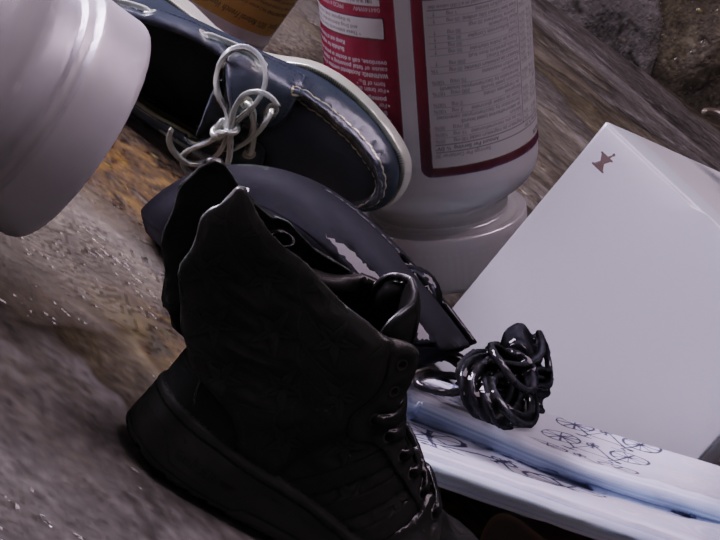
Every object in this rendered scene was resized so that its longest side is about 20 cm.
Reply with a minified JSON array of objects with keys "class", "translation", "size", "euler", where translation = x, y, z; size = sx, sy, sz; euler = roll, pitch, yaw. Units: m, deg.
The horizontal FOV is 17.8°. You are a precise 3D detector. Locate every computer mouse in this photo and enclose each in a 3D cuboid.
[{"class":"computer mouse","translation":[0.000,0.000,1.013],"size":[0.200,0.053,0.138],"euler":[26,9,7]}]

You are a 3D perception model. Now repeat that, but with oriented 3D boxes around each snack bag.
[{"class":"snack bag","translation":[0.091,0.084,0.973],"size":[0.188,0.021,0.200],"euler":[18,6,16]}]

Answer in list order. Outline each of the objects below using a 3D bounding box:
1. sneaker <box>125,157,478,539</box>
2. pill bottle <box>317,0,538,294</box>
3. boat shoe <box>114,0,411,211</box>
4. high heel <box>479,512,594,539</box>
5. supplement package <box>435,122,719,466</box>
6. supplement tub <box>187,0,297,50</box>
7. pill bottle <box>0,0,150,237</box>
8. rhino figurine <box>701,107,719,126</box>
[{"class":"sneaker","translation":[-0.003,0.048,0.821],"size":[0.200,0.104,0.060],"euler":[31,14,-29]},{"class":"pill bottle","translation":[0.036,-0.097,1.184],"size":[0.109,0.201,0.110],"euler":[-4,23,2]},{"class":"boat shoe","translation":[-0.068,-0.086,1.144],"size":[0.200,0.075,0.062],"euler":[36,29,8]},{"class":"high heel","translation":[0.134,0.154,0.899],"size":[0.096,0.068,0.200],"euler":[14,23,-38]},{"class":"supplement package","translation":[0.165,0.041,1.188],"size":[0.152,0.151,0.200],"euler":[46,15,24]},{"class":"supplement tub","translation":[-0.080,-0.201,1.236],"size":[0.144,0.200,0.144],"euler":[35,13,-10]},{"class":"pill bottle","translation":[-0.182,-0.100,0.816],"size":[0.200,0.116,0.116],"euler":[33,14,-26]},{"class":"rhino figurine","translation":[0.259,-0.025,1.199],"size":[0.200,0.060,0.087],"euler":[38,24,2]}]
